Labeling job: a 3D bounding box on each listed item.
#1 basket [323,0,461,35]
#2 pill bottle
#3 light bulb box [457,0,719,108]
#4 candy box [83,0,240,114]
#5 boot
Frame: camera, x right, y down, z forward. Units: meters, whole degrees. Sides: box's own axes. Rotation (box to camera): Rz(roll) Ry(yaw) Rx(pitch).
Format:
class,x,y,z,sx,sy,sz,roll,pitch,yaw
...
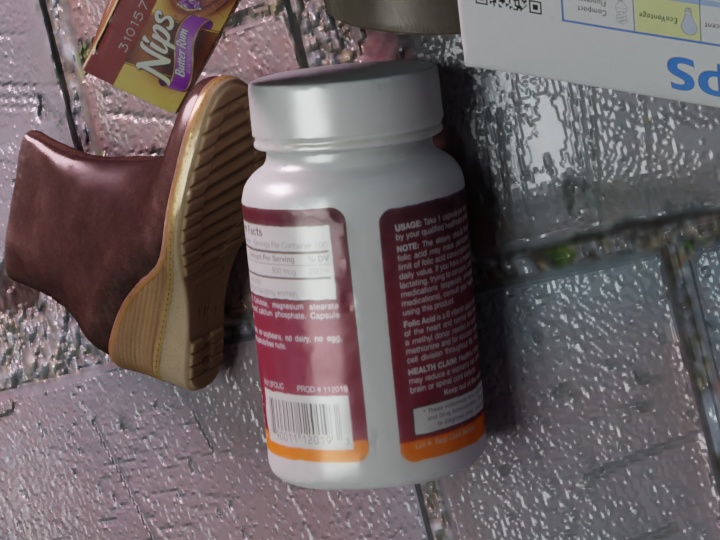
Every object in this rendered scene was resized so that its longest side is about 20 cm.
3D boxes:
class,x,y,z,sx,sy,sz,roll,pitch,yaw
basket,0.037,-0.219,1.166,0.179,0.136,0.201,5,112,19
pill bottle,0.000,0.000,1.271,0.114,0.114,0.201,5,104,43
light bulb box,0.142,-0.182,1.019,0.198,0.125,0.201,12,127,28
candy box,-0.073,-0.182,1.243,0.056,0.200,0.117,26,128,-9
boot,-0.136,-0.043,1.418,0.166,0.072,0.201,32,125,32
